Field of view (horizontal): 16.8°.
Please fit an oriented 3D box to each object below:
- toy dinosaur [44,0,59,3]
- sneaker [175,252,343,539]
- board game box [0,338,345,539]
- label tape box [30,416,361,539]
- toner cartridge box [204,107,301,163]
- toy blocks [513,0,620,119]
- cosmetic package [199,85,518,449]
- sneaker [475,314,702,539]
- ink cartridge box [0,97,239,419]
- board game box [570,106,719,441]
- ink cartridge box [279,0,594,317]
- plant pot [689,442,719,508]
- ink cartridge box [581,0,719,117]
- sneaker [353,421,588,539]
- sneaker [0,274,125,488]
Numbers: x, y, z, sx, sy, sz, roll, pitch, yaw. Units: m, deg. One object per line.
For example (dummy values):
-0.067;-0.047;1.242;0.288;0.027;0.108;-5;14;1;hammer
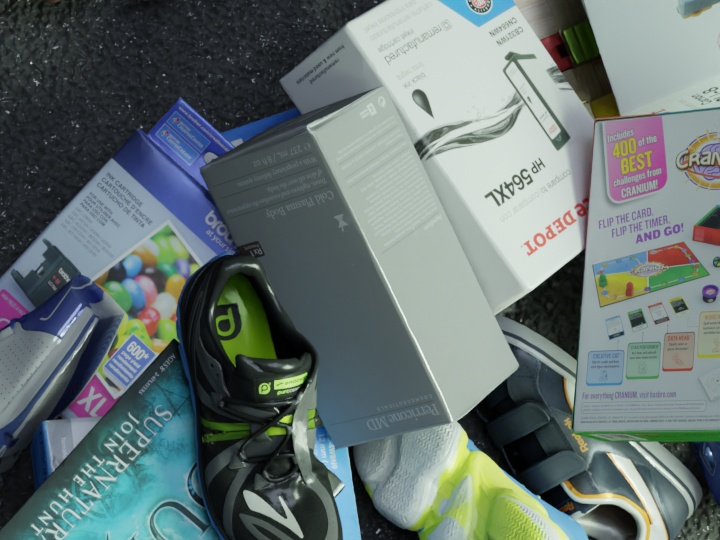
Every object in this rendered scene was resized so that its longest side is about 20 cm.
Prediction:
-0.181;-0.216;1.611;0.200;0.086;0.136;-32;91;-16;toy dinosaur
-0.058;0.083;1.382;0.071;0.083;0.200;-11;75;-20;sneaker
-0.120;0.154;1.401;0.135;0.028;0.200;40;65;2;board game box
-0.090;0.158;1.458;0.200;0.066;0.143;-3;72;-15;label tape box
-0.060;-0.050;1.611;0.200;0.043;0.095;-21;82;-20;toner cartridge box
0.102;-0.119;1.661;0.137;0.100;0.200;-22;90;-8;toy blocks
0.000;0.000;1.489;0.090;0.107;0.200;-32;100;-47;cosmetic package
0.130;0.114;1.596;0.200;0.078;0.079;40;62;-3;sneaker
-0.140;0.000;1.534;0.119;0.042;0.200;43;88;4;ink cartridge box
0.206;0.002;1.473;0.040;0.153;0.200;17;75;-48;board game box
0.068;-0.082;1.548;0.146;0.084;0.200;-36;90;-43;ink cartridge box
0.300;0.026;1.598;0.200;0.200;0.180;-16;52;-18;plant pot
0.257;-0.189;1.597;0.200;0.145;0.145;-20;78;23;ink cartridge box
0.078;0.157;1.560;0.076;0.105;0.200;-51;48;6;sneaker
-0.246;0.070;1.481;0.115;0.081;0.199;40;95;7;sneaker
